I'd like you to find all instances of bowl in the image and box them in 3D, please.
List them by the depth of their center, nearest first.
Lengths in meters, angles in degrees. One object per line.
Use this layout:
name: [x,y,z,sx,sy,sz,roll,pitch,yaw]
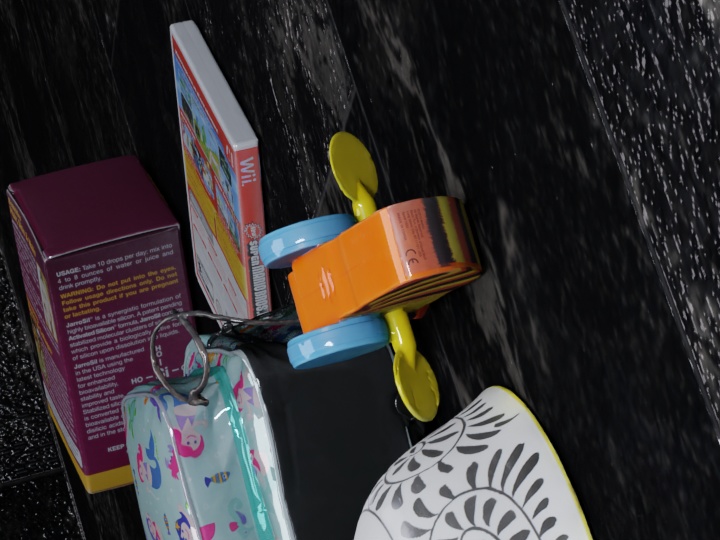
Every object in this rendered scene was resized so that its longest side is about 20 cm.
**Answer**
bowl: [0.042,0.160,1.302,0.201,0.094,0.201,166,90,-76]

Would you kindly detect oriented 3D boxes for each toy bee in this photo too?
toy bee: [0.000,0.000,1.349,0.200,0.109,0.131,7,104,50]

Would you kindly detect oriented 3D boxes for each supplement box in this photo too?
supplement box: [-0.180,0.038,2.095,0.131,0.103,0.200,-125,23,-58]

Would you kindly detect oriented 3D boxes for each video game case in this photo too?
video game case: [-0.084,-0.036,1.804,0.143,0.017,0.200,-119,19,-49]

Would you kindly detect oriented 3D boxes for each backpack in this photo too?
backpack: [-0.041,0.108,1.510,0.200,0.150,0.178,-154,50,-79]
